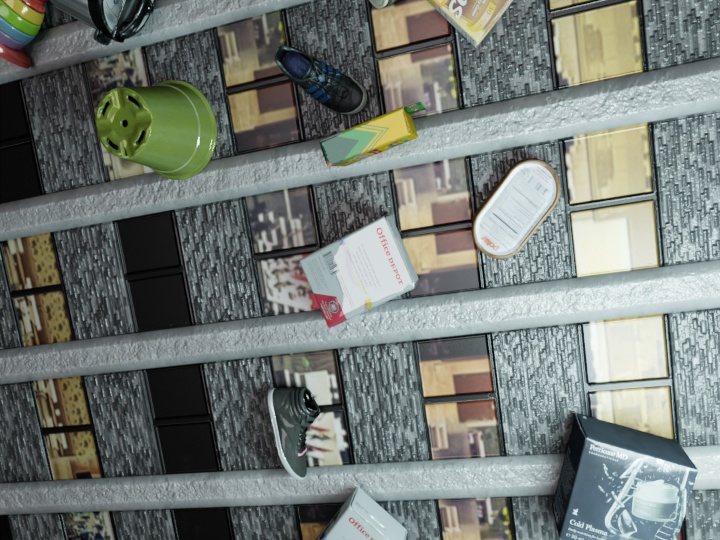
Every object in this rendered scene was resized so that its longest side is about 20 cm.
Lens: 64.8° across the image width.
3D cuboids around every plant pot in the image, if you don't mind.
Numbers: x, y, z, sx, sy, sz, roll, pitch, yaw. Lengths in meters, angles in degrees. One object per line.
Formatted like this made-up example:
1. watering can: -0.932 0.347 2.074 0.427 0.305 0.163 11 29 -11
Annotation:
1. plant pot: -0.413 -0.281 1.119 0.192 0.190 0.209 2 100 12

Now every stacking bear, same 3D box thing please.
1. stacking bear: -0.714 -0.555 1.194 0.121 0.114 0.201 44 101 3

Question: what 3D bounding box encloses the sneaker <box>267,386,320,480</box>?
1. sneaker: -0.127 0.343 1.208 0.096 0.070 0.208 -16 91 20

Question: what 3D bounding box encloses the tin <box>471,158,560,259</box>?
1. tin: 0.288 -0.114 1.060 0.111 0.042 0.202 39 105 9

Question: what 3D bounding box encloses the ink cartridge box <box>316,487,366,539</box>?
1. ink cartridge box: -0.014 0.595 1.207 0.144 0.083 0.203 38 105 5

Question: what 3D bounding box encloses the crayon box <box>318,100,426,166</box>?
1. crayon box: 0.033 -0.249 1.051 0.194 0.127 0.053 -19 95 16

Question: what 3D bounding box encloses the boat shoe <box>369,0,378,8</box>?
1. boat shoe: 0.012 -0.579 1.047 0.066 0.072 0.204 -30 83 -20

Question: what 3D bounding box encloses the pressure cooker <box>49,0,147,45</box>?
1. pressure cooker: -0.494 -0.561 1.105 0.195 0.181 0.178 28 143 7

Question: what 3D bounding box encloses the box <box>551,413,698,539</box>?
1. box: 0.479 0.404 1.052 0.192 0.124 0.205 12 99 11

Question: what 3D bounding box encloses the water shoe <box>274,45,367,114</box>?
1. water shoe: -0.080 -0.361 1.085 0.195 0.079 0.073 29 104 7

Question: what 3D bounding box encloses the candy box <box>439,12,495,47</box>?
1. candy box: 0.174 -0.518 1.013 0.200 0.055 0.116 44 105 4

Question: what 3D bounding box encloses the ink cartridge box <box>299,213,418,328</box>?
1. ink cartridge box: 0.000 0.000 1.120 0.195 0.083 0.150 -25 92 15
